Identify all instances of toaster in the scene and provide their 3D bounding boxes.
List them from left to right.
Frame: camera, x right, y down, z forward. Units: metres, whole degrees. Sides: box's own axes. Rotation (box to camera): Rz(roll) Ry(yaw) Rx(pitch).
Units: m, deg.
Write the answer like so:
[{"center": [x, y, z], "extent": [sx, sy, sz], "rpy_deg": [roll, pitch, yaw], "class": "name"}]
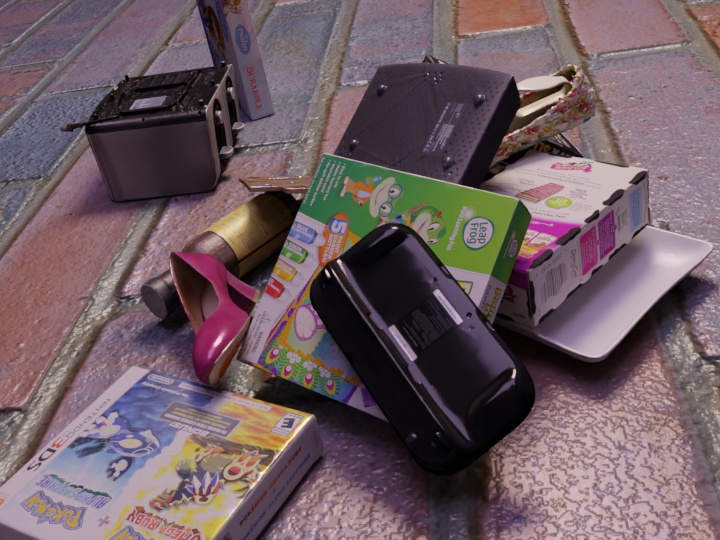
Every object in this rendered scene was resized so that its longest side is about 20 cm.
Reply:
[{"center": [-0.265, -0.190, 1.199], "extent": [0.198, 0.120, 0.181], "rpy_deg": [-6, 31, 7], "class": "toaster"}]

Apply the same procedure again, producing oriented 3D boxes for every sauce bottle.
[{"center": [-0.145, -0.019, 0.943], "extent": [0.064, 0.065, 0.200], "rpy_deg": [16, 39, 37], "class": "sauce bottle"}]

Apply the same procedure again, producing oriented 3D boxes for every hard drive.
[{"center": [0.061, -0.135, 0.870], "extent": [0.199, 0.042, 0.136], "rpy_deg": [20, 81, 51], "class": "hard drive"}]

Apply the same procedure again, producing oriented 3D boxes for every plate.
[{"center": [0.190, 0.008, 0.827], "extent": [0.199, 0.033, 0.199], "rpy_deg": [22, 44, 41], "class": "plate"}]

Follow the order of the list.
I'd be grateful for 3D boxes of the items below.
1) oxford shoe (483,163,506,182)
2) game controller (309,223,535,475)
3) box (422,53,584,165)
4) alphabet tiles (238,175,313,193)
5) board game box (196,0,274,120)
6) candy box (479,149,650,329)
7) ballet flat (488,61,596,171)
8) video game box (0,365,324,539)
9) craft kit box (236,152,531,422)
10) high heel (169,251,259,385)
[{"center": [0.097, -0.129, 0.985], "extent": [0.198, 0.071, 0.074], "rpy_deg": [21, 57, 4], "class": "oxford shoe"}, {"center": [0.042, 0.052, 0.672], "extent": [0.104, 0.042, 0.201], "rpy_deg": [-33, 60, -5], "class": "game controller"}, {"center": [0.153, -0.176, 1.031], "extent": [0.158, 0.050, 0.200], "rpy_deg": [19, 23, -17], "class": "box"}, {"center": [-0.047, -0.097, 0.994], "extent": [0.165, 0.008, 0.200], "rpy_deg": [-2, 10, -11], "class": "alphabet tiles"}, {"center": [-0.201, -0.357, 1.369], "extent": [0.041, 0.202, 0.200], "rpy_deg": [-21, 32, -14], "class": "board game box"}, {"center": [0.158, -0.037, 0.819], "extent": [0.136, 0.062, 0.199], "rpy_deg": [19, 43, 42], "class": "candy box"}, {"center": [0.143, -0.150, 0.888], "extent": [0.199, 0.064, 0.076], "rpy_deg": [-27, 41, -5], "class": "ballet flat"}, {"center": [-0.158, 0.161, 0.682], "extent": [0.198, 0.047, 0.182], "rpy_deg": [9, 39, 29], "class": "video game box"}, {"center": [0.017, 0.017, 0.739], "extent": [0.196, 0.048, 0.202], "rpy_deg": [17, 80, 28], "class": "craft kit box"}, {"center": [-0.146, 0.034, 0.794], "extent": [0.095, 0.068, 0.200], "rpy_deg": [28, 21, -8], "class": "high heel"}]
